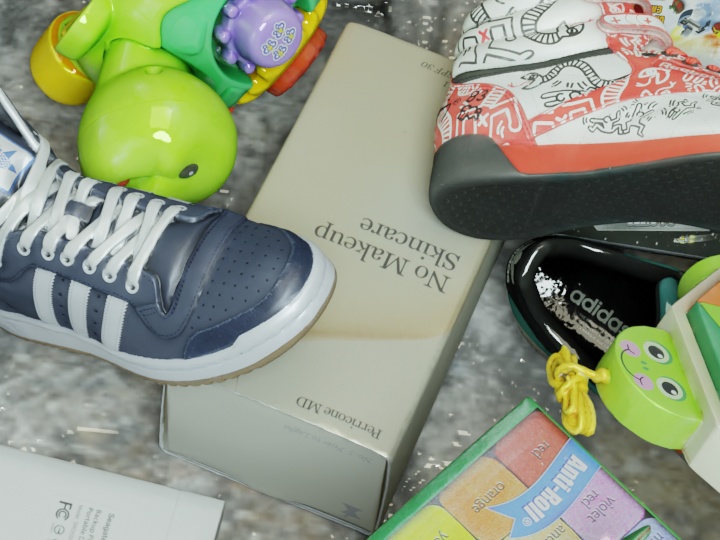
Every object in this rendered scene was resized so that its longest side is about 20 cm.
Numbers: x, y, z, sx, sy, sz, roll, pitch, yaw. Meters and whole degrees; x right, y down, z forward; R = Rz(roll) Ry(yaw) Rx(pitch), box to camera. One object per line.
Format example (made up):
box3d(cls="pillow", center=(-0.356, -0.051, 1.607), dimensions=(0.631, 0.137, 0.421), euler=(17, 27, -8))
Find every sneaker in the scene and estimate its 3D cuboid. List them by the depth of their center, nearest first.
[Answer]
box3d(cls="sneaker", center=(-0.107, -0.018, 0.846), dimensions=(0.199, 0.109, 0.070), euler=(5, 53, 42))
box3d(cls="sneaker", center=(0.129, -0.072, 0.880), dimensions=(0.200, 0.067, 0.108), euler=(-1, 59, 18))
box3d(cls="sneaker", center=(0.145, 0.048, 0.900), dimensions=(0.199, 0.080, 0.072), euler=(29, 89, 16))

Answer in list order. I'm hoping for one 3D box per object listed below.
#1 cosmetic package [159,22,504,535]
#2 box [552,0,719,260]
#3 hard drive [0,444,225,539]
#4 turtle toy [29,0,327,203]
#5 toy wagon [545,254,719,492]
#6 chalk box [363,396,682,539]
box3d(cls="cosmetic package", center=(0.000, 0.000, 0.927), dimensions=(0.103, 0.073, 0.201), euler=(20, 56, 6))
box3d(cls="box", center=(0.184, -0.066, 0.907), dimensions=(0.199, 0.040, 0.138), euler=(11, 91, 36))
box3d(cls="hard drive", center=(-0.166, 0.128, 0.849), dimensions=(0.199, 0.027, 0.133), euler=(14, 57, 0))
box3d(cls="turtle toy", center=(-0.073, -0.107, 0.952), dimensions=(0.101, 0.146, 0.200), euler=(39, 50, -9))
box3d(cls="toy wagon", center=(0.164, 0.056, 0.805), dimensions=(0.199, 0.040, 0.156), euler=(14, 37, -23))
box3d(cls="chalk box", center=(0.052, 0.143, 0.765), dimensions=(0.124, 0.200, 0.124), euler=(-37, 69, -27))
